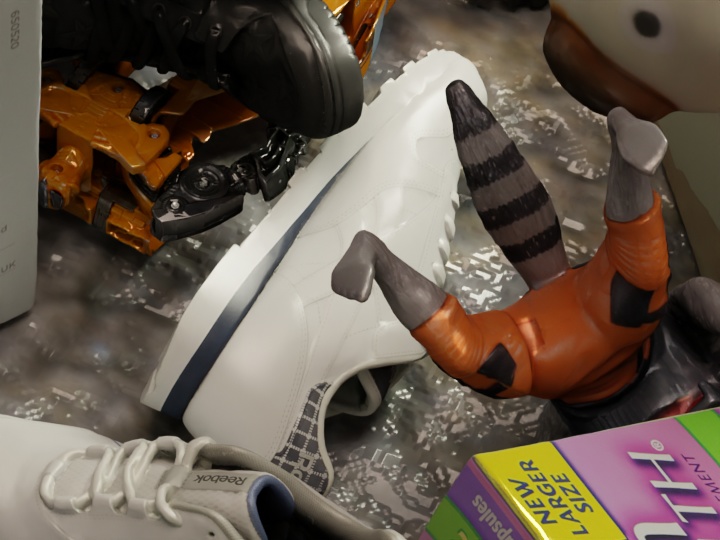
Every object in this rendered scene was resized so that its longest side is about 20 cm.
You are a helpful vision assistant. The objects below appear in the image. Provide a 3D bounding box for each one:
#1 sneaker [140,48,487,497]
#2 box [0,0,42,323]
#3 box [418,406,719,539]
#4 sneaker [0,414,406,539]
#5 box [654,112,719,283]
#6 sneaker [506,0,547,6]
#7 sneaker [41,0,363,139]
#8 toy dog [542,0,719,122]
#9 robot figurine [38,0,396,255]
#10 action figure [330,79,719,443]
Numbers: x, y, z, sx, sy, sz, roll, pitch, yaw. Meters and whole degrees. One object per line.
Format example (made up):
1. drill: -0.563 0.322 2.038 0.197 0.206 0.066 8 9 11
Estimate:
1. sneaker: 0.000 0.000 1.086 0.080 0.076 0.200 34 59 5
2. box: -0.226 -0.042 1.003 0.198 0.200 0.131 -30 62 -26
3. box: 0.133 0.138 0.922 0.199 0.097 0.176 -8 49 -40
4. sneaker: -0.062 0.084 0.992 0.199 0.087 0.075 17 53 9
5. box: 0.169 -0.064 1.142 0.094 0.078 0.201 -5 52 -10
6. sneaker: 0.131 -0.173 1.226 0.199 0.078 0.082 -6 51 -11
7. sneaker: -0.096 -0.099 1.078 0.104 0.060 0.200 -26 54 -29
8. toy dog: 0.158 -0.106 1.006 0.199 0.140 0.194 3 24 -35
9. robot figurine: -0.068 -0.084 1.145 0.145 0.058 0.200 28 53 16
10. action figure: 0.105 0.009 1.010 0.200 0.194 0.105 -34 47 5
